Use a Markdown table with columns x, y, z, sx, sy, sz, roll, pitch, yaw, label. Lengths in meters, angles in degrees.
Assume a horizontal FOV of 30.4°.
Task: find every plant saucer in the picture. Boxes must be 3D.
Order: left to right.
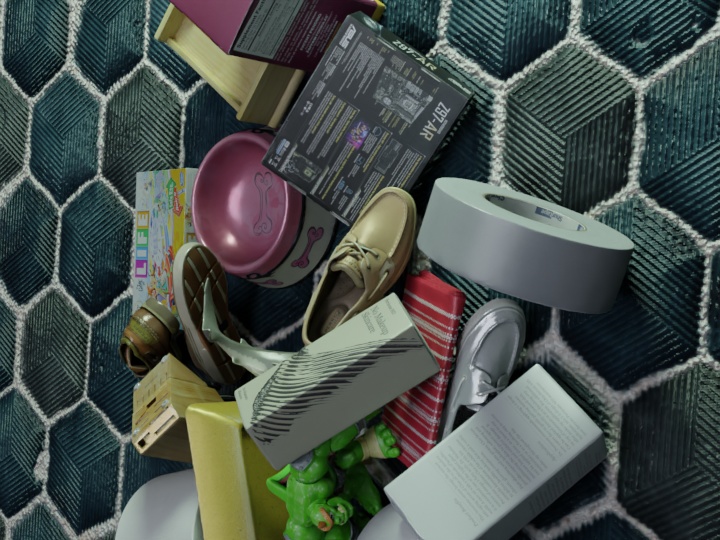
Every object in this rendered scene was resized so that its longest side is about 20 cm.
| x | y | z | sx | sy | sz | roll | pitch | yaw | label |
| --- | --- | --- | --- | --- | --- | --- | --- | --- | --- |
| -0.099 | 0.241 | 1.475 | 0.048 | 0.200 | 0.201 | -15 | 79 | 33 | plant saucer |

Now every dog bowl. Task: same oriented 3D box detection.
| x | y | z | sx | sy | sz | roll | pitch | yaw | label |
| --- | --- | --- | --- | --- | --- | --- | --- | --- | --- |
| -0.122 | -0.079 | 1.583 | 0.199 | 0.074 | 0.202 | -1 | 88 | 41 | dog bowl |

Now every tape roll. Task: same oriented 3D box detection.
| x | y | z | sx | sy | sz | roll | pitch | yaw | label |
| --- | --- | --- | --- | --- | --- | --- | --- | --- | --- |
| -0.164 | 0.325 | 1.525 | 0.139 | 0.202 | 0.204 | -16 | 78 | 38 | tape roll |
| 0.157 | -0.026 | 1.266 | 0.200 | 0.200 | 0.067 | 26 | 106 | 37 | tape roll |

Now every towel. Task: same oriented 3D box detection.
| x | y | z | sx | sy | sz | roll | pitch | yaw | label |
| --- | --- | --- | --- | --- | --- | --- | --- | --- | --- |
| 0.066 | 0.107 | 1.412 | 0.145 | 0.022 | 0.201 | -151 | 70 | -70 | towel |

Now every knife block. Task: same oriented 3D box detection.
| x | y | z | sx | sy | sz | roll | pitch | yaw | label |
| --- | --- | --- | --- | --- | --- | --- | --- | --- | --- |
| -0.180 | 0.188 | 1.533 | 0.064 | 0.175 | 0.200 | -44 | 20 | 8 | knife block |

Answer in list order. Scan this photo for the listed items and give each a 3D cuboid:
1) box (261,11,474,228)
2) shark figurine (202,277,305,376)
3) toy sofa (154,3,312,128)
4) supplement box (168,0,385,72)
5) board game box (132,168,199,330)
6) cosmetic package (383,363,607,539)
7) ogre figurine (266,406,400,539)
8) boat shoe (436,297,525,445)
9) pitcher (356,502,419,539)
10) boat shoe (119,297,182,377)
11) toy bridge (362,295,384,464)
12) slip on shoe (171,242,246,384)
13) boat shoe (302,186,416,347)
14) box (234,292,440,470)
| x | y | z | sx | sy | sz | roll | pitch | yaw | label |
| --- | --- | --- | --- | --- | --- | --- | --- | --- | --- |
| 0.007 | -0.156 | 1.451 | 0.160 | 0.044 | 0.201 | 35 | 114 | 4 | box |
| -0.084 | 0.090 | 1.501 | 0.213 | 0.128 | 0.090 | 20 | 59 | 6 | shark figurine |
| -0.149 | -0.259 | 1.594 | 0.200 | 0.097 | 0.083 | 44 | 114 | 31 | toy sofa |
| -0.092 | -0.300 | 1.482 | 0.131 | 0.199 | 0.104 | 46 | 116 | 32 | supplement box |
| -0.244 | -0.027 | 1.691 | 0.134 | 0.034 | 0.201 | 1 | 89 | 53 | board game box |
| 0.134 | 0.199 | 1.298 | 0.200 | 0.071 | 0.102 | -37 | 60 | -7 | cosmetic package |
| -0.030 | 0.230 | 1.426 | 0.098 | 0.119 | 0.200 | 50 | 142 | 24 | ogre figurine |
| 0.121 | 0.126 | 1.360 | 0.201 | 0.072 | 0.069 | -63 | 24 | 20 | boat shoe |
| 0.026 | 0.324 | 1.385 | 0.200 | 0.171 | 0.122 | -40 | 83 | 33 | pitcher |
| -0.268 | 0.095 | 1.636 | 0.072 | 0.200 | 0.068 | 38 | 70 | 11 | boat shoe |
| -0.011 | 0.118 | 1.514 | 0.067 | 0.027 | 0.201 | 6 | 92 | 41 | toy bridge |
| -0.192 | 0.051 | 1.592 | 0.060 | 0.076 | 0.201 | 15 | 139 | 36 | slip on shoe |
| 0.000 | 0.000 | 1.408 | 0.071 | 0.065 | 0.201 | 24 | 85 | 17 | boat shoe |
| -0.025 | 0.113 | 1.352 | 0.199 | 0.069 | 0.082 | -33 | 29 | 0 | box |
